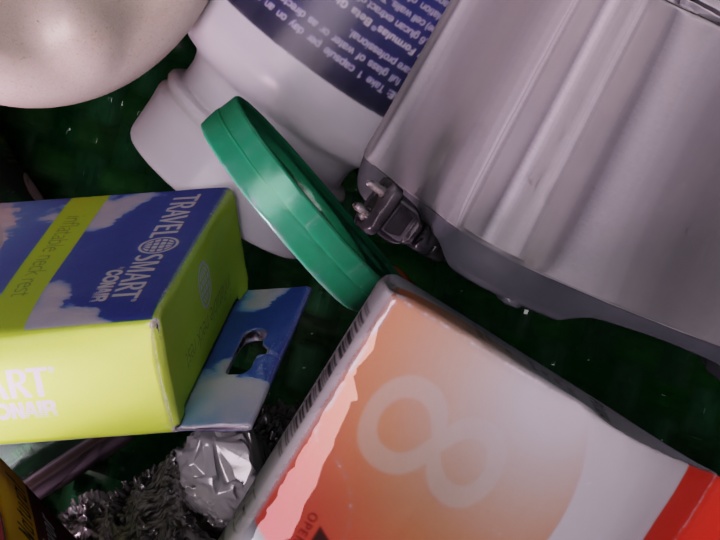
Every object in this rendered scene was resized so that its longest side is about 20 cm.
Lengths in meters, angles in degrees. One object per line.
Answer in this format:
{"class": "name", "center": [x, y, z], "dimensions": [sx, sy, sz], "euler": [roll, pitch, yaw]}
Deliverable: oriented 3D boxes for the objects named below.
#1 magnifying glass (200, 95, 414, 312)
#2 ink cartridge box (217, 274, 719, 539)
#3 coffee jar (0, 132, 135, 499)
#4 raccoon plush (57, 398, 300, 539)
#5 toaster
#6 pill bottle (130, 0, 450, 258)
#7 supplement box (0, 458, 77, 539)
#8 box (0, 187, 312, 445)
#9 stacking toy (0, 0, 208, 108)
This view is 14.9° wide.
{"class": "magnifying glass", "center": [0.000, 0.000, 0.981], "dimensions": [0.022, 0.200, 0.080], "euler": [-39, 55, 6]}
{"class": "ink cartridge box", "center": [0.050, 0.121, 0.895], "dimensions": [0.199, 0.050, 0.163], "euler": [31, 97, -3]}
{"class": "coffee jar", "center": [-0.164, -0.007, 1.073], "dimensions": [0.104, 0.085, 0.201], "euler": [-34, 84, -2]}
{"class": "raccoon plush", "center": [-0.084, 0.093, 1.010], "dimensions": [0.133, 0.200, 0.097], "euler": [-13, 59, 6]}
{"class": "toaster", "center": [0.092, -0.050, 0.948], "dimensions": [0.114, 0.199, 0.130], "euler": [38, 104, 52]}
{"class": "pill bottle", "center": [0.003, -0.108, 1.014], "dimensions": [0.111, 0.111, 0.200], "euler": [38, 101, 10]}
{"class": "supplement box", "center": [-0.105, 0.208, 0.898], "dimensions": [0.132, 0.198, 0.200], "euler": [-34, 123, 6]}
{"class": "box", "center": [-0.126, 0.018, 0.956], "dimensions": [0.198, 0.122, 0.048], "euler": [-4, 113, 12]}
{"class": "stacking toy", "center": [-0.146, -0.142, 1.022], "dimensions": [0.145, 0.200, 0.147], "euler": [-5, 101, -26]}
